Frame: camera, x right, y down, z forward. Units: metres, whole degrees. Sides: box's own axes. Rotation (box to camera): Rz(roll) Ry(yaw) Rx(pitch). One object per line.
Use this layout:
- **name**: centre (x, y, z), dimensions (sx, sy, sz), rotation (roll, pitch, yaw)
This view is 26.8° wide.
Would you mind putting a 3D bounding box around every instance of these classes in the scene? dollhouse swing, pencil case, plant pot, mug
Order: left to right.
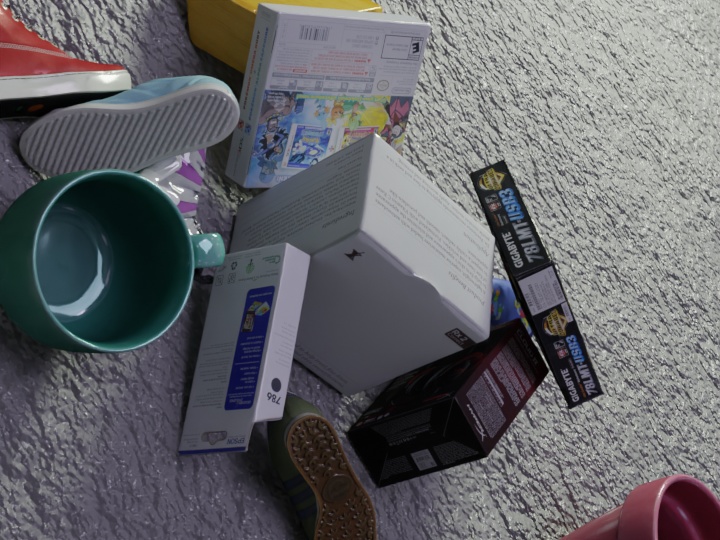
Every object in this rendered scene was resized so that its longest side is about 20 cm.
- **mug**: centre (-0.223, 0.000, 1.288), dimensions (0.185, 0.114, 0.153), rotation (33, 69, -34)
- **dollhouse swing**: centre (-0.090, -0.220, 1.662), dimensions (0.181, 0.177, 0.200), rotation (31, 30, 23)
- **pencil case**: centre (0.121, 0.044, 1.747), dimensions (0.199, 0.078, 0.088), rotation (13, 86, -48)
- **plant pot**: centre (0.319, 0.352, 1.739), dimensions (0.199, 0.178, 0.201), rotation (28, 51, -41)

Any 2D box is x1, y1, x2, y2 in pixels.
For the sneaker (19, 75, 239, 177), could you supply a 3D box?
- **sneaker**: centre (-0.209, -0.132, 1.381), dimensions (0.082, 0.198, 0.074), rotation (-110, -169, -68)

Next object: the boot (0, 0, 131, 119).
- **boot**: centre (-0.302, -0.212, 1.366), dimensions (0.199, 0.072, 0.145), rotation (-8, 76, -49)

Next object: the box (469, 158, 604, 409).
- **box**: centre (0.187, 0.013, 1.625), dimensions (0.201, 0.049, 0.199), rotation (-107, 175, -52)

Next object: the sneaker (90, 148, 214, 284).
- **sneaker**: centre (-0.174, -0.051, 1.439), dimensions (0.140, 0.077, 0.200), rotation (55, 47, -17)

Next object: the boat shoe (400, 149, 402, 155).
- **boat shoe**: centre (0.021, -0.102, 1.695), dimensions (0.067, 0.057, 0.201), rotation (-22, 103, -16)

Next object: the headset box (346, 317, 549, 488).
- **headset box**: centre (0.100, 0.134, 1.609), dimensions (0.075, 0.148, 0.200), rotation (60, 38, -10)

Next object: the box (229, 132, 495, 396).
- **box**: centre (0.000, 0.000, 1.516), dimensions (0.199, 0.199, 0.131), rotation (38, 43, -33)

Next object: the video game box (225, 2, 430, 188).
- **video game box**: centre (-0.032, -0.176, 1.558), dimensions (0.199, 0.047, 0.183), rotation (-2, 112, -38)

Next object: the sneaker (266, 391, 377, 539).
- **sneaker**: centre (-0.042, 0.200, 1.463), dimensions (0.067, 0.090, 0.201), rotation (-26, 122, -14)

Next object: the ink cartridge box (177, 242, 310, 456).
- **ink cartridge box**: centre (-0.107, 0.078, 1.394), dimensions (0.039, 0.099, 0.201), rotation (29, 64, -41)
